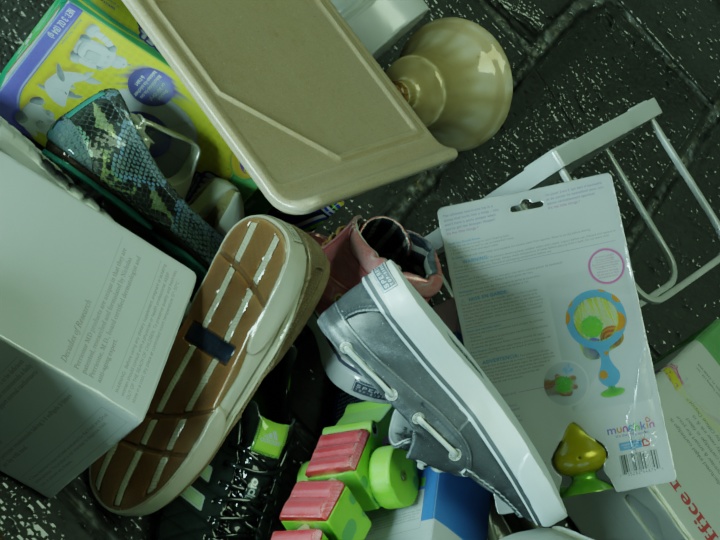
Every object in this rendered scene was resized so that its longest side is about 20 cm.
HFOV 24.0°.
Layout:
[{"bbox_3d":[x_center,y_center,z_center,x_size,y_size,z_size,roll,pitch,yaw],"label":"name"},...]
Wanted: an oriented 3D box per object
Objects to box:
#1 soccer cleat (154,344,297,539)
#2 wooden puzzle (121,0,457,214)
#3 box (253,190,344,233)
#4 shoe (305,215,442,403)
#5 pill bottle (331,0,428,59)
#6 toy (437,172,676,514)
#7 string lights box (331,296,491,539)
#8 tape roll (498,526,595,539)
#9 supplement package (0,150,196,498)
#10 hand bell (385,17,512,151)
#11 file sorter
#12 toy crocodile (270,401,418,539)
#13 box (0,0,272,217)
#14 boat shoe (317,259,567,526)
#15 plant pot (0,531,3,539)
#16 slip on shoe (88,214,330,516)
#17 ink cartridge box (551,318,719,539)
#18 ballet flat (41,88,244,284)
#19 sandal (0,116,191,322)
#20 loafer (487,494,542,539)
[{"bbox_3d":[-0.077,0.128,1.023,0.067,0.081,0.200,25,49,-25],"label":"soccer cleat"},{"bbox_3d":[-0.051,-0.121,1.082,0.200,0.037,0.185,50,35,13],"label":"wooden puzzle"},{"bbox_3d":[-0.101,-0.105,1.173,0.200,0.064,0.070,32,46,-19],"label":"box"},{"bbox_3d":[0.000,0.000,1.104,0.071,0.091,0.200,14,21,-22],"label":"shoe"},{"bbox_3d":[-0.046,-0.244,1.275,0.200,0.114,0.114,49,43,-2],"label":"pill bottle"},{"bbox_3d":[0.125,0.049,1.091,0.047,0.115,0.200,61,18,-77],"label":"toy"},{"bbox_3d":[0.031,0.121,1.096,0.059,0.103,0.200,42,41,-33],"label":"string lights box"},{"bbox_3d":[0.112,0.261,1.023,0.202,0.071,0.203,-11,107,-40],"label":"tape roll"},{"bbox_3d":[-0.216,0.016,0.956,0.200,0.117,0.117,33,46,-19],"label":"supplement package"},{"bbox_3d":[0.022,-0.126,1.233,0.104,0.104,0.200,58,32,7],"label":"hand bell"},{"bbox_3d":[0.137,-0.009,1.212,0.139,0.200,0.125,-28,86,-47],"label":"file sorter"},{"bbox_3d":[-0.018,0.144,0.997,0.062,0.067,0.200,61,36,-30],"label":"toy crocodile"},{"bbox_3d":[-0.129,-0.097,1.104,0.200,0.117,0.048,31,40,-21],"label":"box"},{"bbox_3d":[0.049,0.087,1.006,0.200,0.068,0.072,51,6,-24],"label":"boat shoe"},{"bbox_3d":[-0.258,0.123,0.823,0.200,0.187,0.187,55,41,-17],"label":"plant pot"},{"bbox_3d":[-0.087,0.061,1.005,0.076,0.200,0.061,31,4,33],"label":"slip on shoe"},{"bbox_3d":[0.246,0.148,1.276,0.145,0.087,0.200,53,41,3],"label":"ink cartridge box"},{"bbox_3d":[-0.113,-0.043,1.072,0.200,0.074,0.074,44,38,-42],"label":"ballet flat"},{"bbox_3d":[-0.189,-0.032,1.055,0.203,0.082,0.050,43,86,1],"label":"sandal"},{"bbox_3d":[0.119,0.219,1.134,0.200,0.070,0.070,52,43,1],"label":"loafer"}]
